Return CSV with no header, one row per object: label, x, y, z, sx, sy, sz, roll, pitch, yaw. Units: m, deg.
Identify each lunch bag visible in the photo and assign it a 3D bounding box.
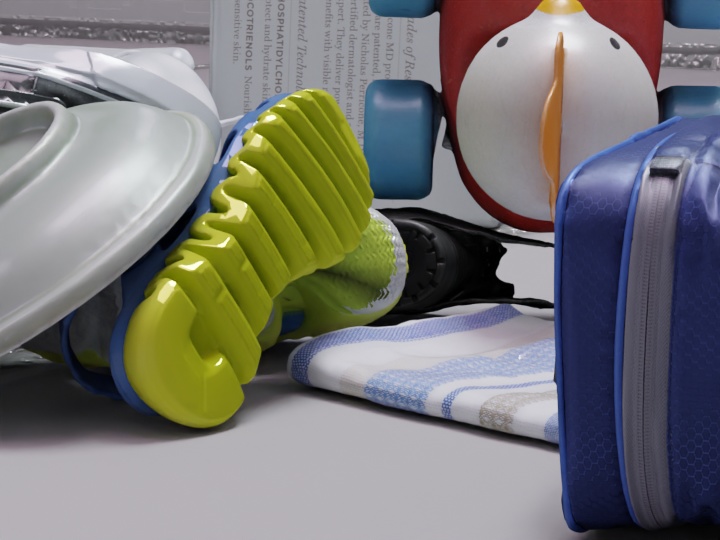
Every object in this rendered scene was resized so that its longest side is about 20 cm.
lunch bag,0.138,0.014,0.854,0.131,0.137,0.200,4,9,20

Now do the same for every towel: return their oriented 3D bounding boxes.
towel,0.082,0.044,1.040,0.146,0.024,0.199,-8,12,-42

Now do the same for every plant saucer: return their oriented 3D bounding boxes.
plant saucer,-0.156,-0.022,1.026,0.199,0.050,0.200,-27,21,11

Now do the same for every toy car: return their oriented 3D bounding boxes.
toy car,0.093,-0.095,1.156,0.183,0.178,0.200,2,11,1

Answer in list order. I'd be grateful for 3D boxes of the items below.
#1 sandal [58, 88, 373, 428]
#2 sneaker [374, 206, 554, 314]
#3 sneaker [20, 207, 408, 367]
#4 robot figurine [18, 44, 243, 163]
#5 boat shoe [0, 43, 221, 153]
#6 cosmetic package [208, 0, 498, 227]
sandal,-0.064,-0.009,1.041,0.087,0.080,0.200,-10,28,38
sneaker,0.000,-0.003,1.239,0.199,0.060,0.104,3,1,24
sneaker,-0.080,0.012,1.136,0.199,0.076,0.105,-1,-10,-9
robot figurine,-0.173,-0.086,1.576,0.199,0.113,0.170,6,48,31
boat shoe,-0.167,-0.065,1.155,0.199,0.071,0.072,12,-30,-5
cosmetic package,0.009,-0.124,1.670,0.199,0.168,0.167,3,8,8
